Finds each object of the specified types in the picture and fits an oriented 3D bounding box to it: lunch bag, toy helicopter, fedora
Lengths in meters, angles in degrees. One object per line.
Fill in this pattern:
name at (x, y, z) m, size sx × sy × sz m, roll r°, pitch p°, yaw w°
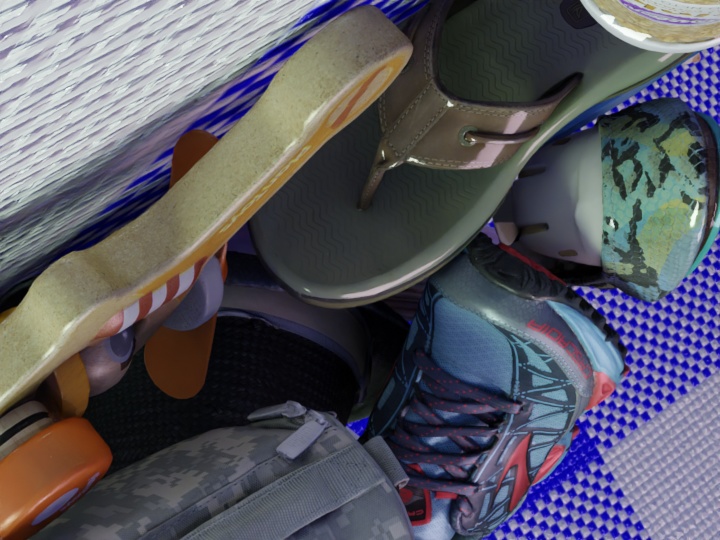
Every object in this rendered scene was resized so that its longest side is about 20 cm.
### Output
lunch bag at (-0.080, 0.142, 0.662) m, size 0.200 × 0.139 × 0.168 m, roll -26°, pitch 155°, yaw -41°
toy helicopter at (-0.056, -0.006, 0.624) m, size 0.200 × 0.079 × 0.132 m, roll -43°, pitch 170°, yaw 17°
fedora at (-0.065, 0.066, 0.806) m, size 0.200 × 0.092 × 0.201 m, roll 4°, pitch 157°, yaw 2°

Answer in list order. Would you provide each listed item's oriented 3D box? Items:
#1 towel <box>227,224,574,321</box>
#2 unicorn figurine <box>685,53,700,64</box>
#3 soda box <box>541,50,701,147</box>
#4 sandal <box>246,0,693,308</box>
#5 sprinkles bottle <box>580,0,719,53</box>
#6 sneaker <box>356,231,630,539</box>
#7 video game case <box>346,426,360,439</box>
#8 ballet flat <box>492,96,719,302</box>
towel at (0.000, 0.000, 0.918) m, size 0.190 × 0.032 × 0.200 m, roll 6°, pitch -172°, yaw 10°
unicorn figurine at (0.097, -0.100, 1.035) m, size 0.137 × 0.074 × 0.200 m, roll -19°, pitch 157°, yaw -39°
soda box at (0.053, -0.073, 0.803) m, size 0.200 × 0.064 × 0.068 m, roll -30°, pitch 179°, yaw -33°
sandal at (0.041, -0.069, 0.672) m, size 0.201 × 0.080 × 0.057 m, roll -40°, pitch 163°, yaw 0°
sprinkles bottle at (0.084, -0.095, 0.503) m, size 0.068 × 0.068 × 0.200 m, roll -31°, pitch 179°, yaw 6°
sneaker at (0.041, 0.063, 0.753) m, size 0.096 × 0.079 × 0.200 m, roll -50°, pitch 162°, yaw -23°
video game case at (-0.075, 0.120, 1.084) m, size 0.143 × 0.200 × 0.018 m, roll -45°, pitch 155°, yaw -14°
ballet flat at (0.084, -0.022, 0.745) m, size 0.074 × 0.074 × 0.200 m, roll -31°, pitch 176°, yaw -5°
